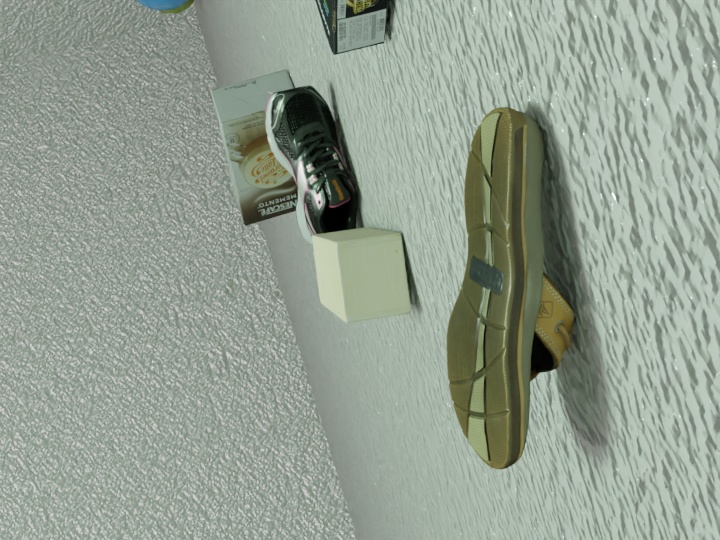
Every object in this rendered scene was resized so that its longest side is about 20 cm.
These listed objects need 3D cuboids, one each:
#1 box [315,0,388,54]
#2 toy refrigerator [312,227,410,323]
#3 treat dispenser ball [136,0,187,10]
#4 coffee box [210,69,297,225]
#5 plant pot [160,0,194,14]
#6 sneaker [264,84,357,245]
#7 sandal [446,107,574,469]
[{"bbox_3d":[-0.025,-0.288,0.788,0.199,0.049,0.202,100,155,-71],"label":"box"},{"bbox_3d":[0.000,0.000,1.113,0.200,0.069,0.077,-162,64,-80],"label":"toy refrigerator"},{"bbox_3d":[-0.488,-0.740,2.733,0.201,0.199,0.203,165,90,-82],"label":"treat dispenser ball"},{"bbox_3d":[-0.137,-0.173,1.602,0.201,0.113,0.080,82,169,-49],"label":"coffee box"},{"bbox_3d":[-0.556,-0.839,3.180,0.185,0.198,0.202,66,-177,-55],"label":"plant pot"},{"bbox_3d":[-0.038,-0.106,1.219,0.086,0.080,0.202,40,154,56],"label":"sneaker"},{"bbox_3d":[0.085,0.015,0.593,0.080,0.053,0.202,-135,45,-64],"label":"sandal"}]
